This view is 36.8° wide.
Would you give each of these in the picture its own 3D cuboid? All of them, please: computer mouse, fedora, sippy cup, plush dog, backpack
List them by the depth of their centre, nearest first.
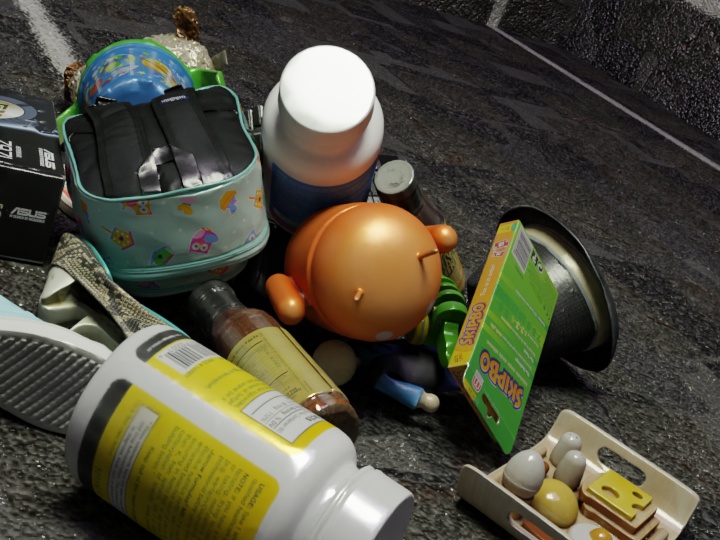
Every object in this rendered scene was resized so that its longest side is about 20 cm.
[{"bbox_3d":[-0.168,-0.065,0.950,0.173,0.156,0.200,-10,25,-15],"label":"backpack"},{"bbox_3d":[-0.110,-0.041,1.087,0.139,0.046,0.201,31,18,-17],"label":"computer mouse"},{"bbox_3d":[0.174,0.032,1.120,0.091,0.203,0.201,-24,41,-20],"label":"fedora"},{"bbox_3d":[-0.238,-0.169,1.156,0.139,0.179,0.131,36,9,-22],"label":"sippy cup"},{"bbox_3d":[-0.264,-0.219,1.299,0.170,0.162,0.199,-27,48,-33],"label":"plush dog"}]

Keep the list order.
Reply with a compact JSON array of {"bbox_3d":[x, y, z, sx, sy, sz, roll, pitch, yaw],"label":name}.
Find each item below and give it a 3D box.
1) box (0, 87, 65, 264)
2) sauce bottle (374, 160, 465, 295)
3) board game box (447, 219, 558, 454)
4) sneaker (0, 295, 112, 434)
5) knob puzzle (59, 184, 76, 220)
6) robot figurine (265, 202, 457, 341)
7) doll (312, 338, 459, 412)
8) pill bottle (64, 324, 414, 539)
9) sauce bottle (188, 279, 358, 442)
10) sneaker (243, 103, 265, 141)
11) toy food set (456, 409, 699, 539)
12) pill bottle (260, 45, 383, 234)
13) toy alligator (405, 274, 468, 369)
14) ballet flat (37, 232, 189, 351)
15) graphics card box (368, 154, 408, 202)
[{"bbox_3d":[-0.361,-0.102,0.976,0.161,0.087,0.201,12,23,-24],"label":"box"},{"bbox_3d":[0.059,-0.031,1.090,0.066,0.066,0.201,36,-14,34],"label":"sauce bottle"},{"bbox_3d":[0.128,0.057,0.958,0.030,0.096,0.201,-13,36,32],"label":"board game box"},{"bbox_3d":[-0.239,0.050,0.753,0.197,0.075,0.082,20,24,-6],"label":"sneaker"},{"bbox_3d":[-0.233,-0.078,1.120,0.216,0.031,0.220,19,22,-8],"label":"knob puzzle"},{"bbox_3d":[-0.001,0.001,0.927,0.142,0.119,0.200,16,-3,-17],"label":"robot figurine"},{"bbox_3d":[0.041,0.084,0.973,0.197,0.049,0.136,1,24,-35],"label":"doll"},{"bbox_3d":[-0.073,0.129,0.668,0.198,0.116,0.114,29,22,18],"label":"pill bottle"},{"bbox_3d":[-0.075,0.074,0.843,0.065,0.067,0.200,5,26,-36],"label":"sauce bottle"},{"bbox_3d":[-0.111,-0.133,1.223,0.197,0.080,0.090,-4,-12,36],"label":"sneaker"},{"bbox_3d":[0.181,0.177,0.869,0.143,0.061,0.199,33,24,26],"label":"toy food set"},{"bbox_3d":[-0.036,-0.115,0.984,0.111,0.114,0.200,22,-20,2],"label":"pill bottle"},{"bbox_3d":[0.066,0.024,0.996,0.058,0.055,0.201,11,21,-15],"label":"toy alligator"},{"bbox_3d":[-0.205,0.037,0.841,0.075,0.069,0.199,-27,50,-34],"label":"ballet flat"},{"bbox_3d":[0.002,-0.064,1.176,0.199,0.050,0.127,-6,74,-56],"label":"graphics card box"}]
